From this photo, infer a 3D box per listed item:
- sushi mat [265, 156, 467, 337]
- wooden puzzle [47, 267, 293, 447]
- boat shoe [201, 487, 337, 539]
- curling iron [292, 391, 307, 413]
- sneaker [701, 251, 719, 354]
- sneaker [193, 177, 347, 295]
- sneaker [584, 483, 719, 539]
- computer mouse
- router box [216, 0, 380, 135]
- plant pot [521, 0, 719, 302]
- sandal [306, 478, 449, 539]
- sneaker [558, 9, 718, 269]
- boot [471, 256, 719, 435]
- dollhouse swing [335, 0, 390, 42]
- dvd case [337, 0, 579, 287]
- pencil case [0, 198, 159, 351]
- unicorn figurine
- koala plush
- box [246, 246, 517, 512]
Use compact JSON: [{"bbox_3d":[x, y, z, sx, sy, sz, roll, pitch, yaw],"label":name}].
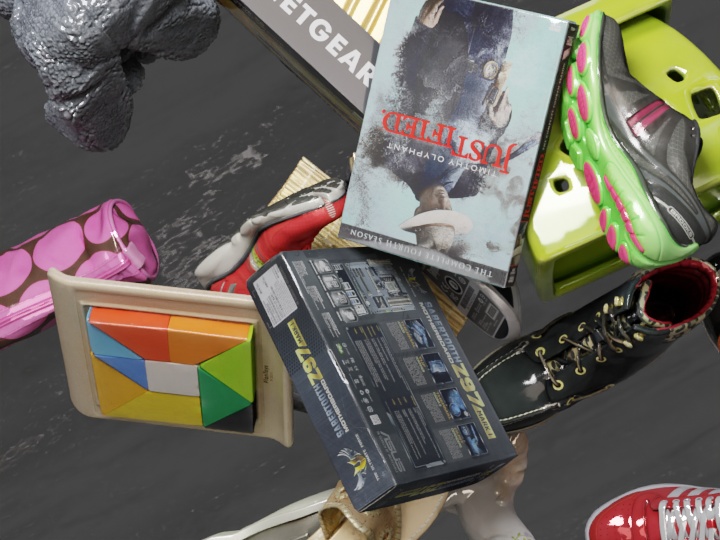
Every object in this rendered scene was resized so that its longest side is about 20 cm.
[{"bbox_3d":[0.000,0.000,1.377,0.200,0.012,0.096,38,88,6],"label":"sushi mat"},{"bbox_3d":[-0.152,0.078,1.304,0.200,0.185,0.037,10,51,6],"label":"wooden puzzle"},{"bbox_3d":[-0.067,0.230,1.334,0.202,0.072,0.060,-23,84,8],"label":"boat shoe"},{"bbox_3d":[-0.130,0.081,1.349,0.200,0.050,0.026,26,62,-12],"label":"curling iron"},{"bbox_3d":[0.331,0.077,1.311,0.070,0.090,0.200,-15,85,2],"label":"sneaker"},{"bbox_3d":[-0.057,-0.009,1.310,0.077,0.200,0.085,-29,85,-37],"label":"sneaker"},{"bbox_3d":[0.283,0.206,1.292,0.200,0.112,0.071,-6,85,3],"label":"sneaker"},{"bbox_3d":[0.065,-0.023,1.311,0.200,0.110,0.044,44,69,9],"label":"computer mouse"},{"bbox_3d":[-0.034,-0.183,1.304,0.200,0.157,0.052,42,89,-5],"label":"router box"},{"bbox_3d":[0.194,-0.106,1.287,0.199,0.200,0.182,-25,77,1],"label":"plant pot"},{"bbox_3d":[-0.004,0.206,1.258,0.078,0.070,0.212,45,93,4],"label":"sandal"},{"bbox_3d":[0.199,-0.094,1.157,0.084,0.077,0.200,-9,71,-17],"label":"sneaker"},{"bbox_3d":[0.178,0.057,1.268,0.203,0.154,0.074,-22,76,-18],"label":"boot"},{"bbox_3d":[0.019,-0.294,1.333,0.200,0.182,0.176,28,77,5],"label":"dollhouse swing"},{"bbox_3d":[0.069,-0.102,1.195,0.146,0.022,0.200,18,102,24],"label":"dvd case"},{"bbox_3d":[-0.269,0.015,1.352,0.200,0.094,0.091,-27,103,2],"label":"pencil case"},{"bbox_3d":[0.096,0.198,1.319,0.137,0.074,0.200,-23,66,-7],"label":"unicorn figurine"},{"bbox_3d":[-0.253,-0.235,1.344,0.200,0.184,0.177,43,88,18],"label":"koala plush"},{"bbox_3d":[0.018,0.076,1.228,0.051,0.158,0.200,-39,69,35],"label":"box"}]
